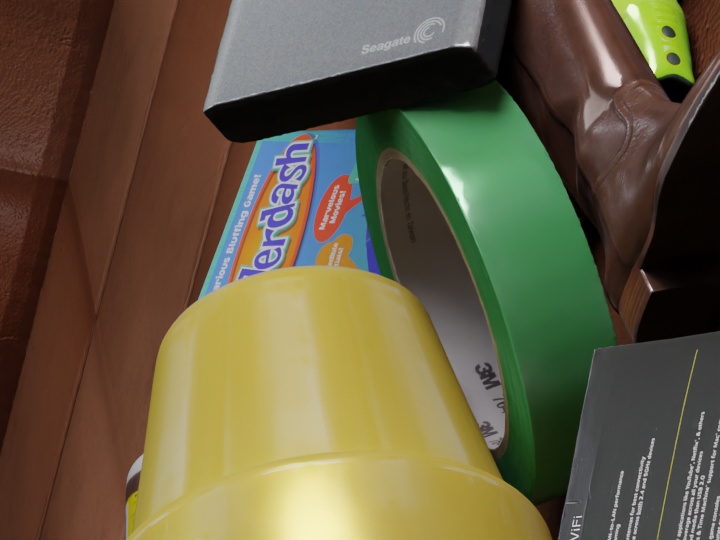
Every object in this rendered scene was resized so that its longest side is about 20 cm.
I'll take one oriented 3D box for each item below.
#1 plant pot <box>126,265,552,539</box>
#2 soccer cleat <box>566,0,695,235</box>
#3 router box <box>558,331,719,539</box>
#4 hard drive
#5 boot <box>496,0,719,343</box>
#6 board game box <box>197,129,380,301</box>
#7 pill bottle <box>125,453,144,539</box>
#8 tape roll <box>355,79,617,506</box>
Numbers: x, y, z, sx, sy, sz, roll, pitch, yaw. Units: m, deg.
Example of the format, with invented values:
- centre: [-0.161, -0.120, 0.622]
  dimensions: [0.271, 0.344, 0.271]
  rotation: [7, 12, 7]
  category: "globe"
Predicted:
- centre: [-0.017, 0.108, 1.247]
  dimensions: [0.201, 0.201, 0.189]
  rotation: [117, 152, -48]
  category: "plant pot"
- centre: [0.099, -0.049, 1.334]
  dimensions: [0.200, 0.067, 0.081]
  rotation: [116, 152, -43]
  category: "soccer cleat"
- centre: [0.125, 0.120, 0.973]
  dimensions: [0.149, 0.051, 0.200]
  rotation: [-10, 63, 56]
  category: "router box"
- centre: [0.012, -0.154, 1.283]
  dimensions: [0.140, 0.033, 0.200]
  rotation: [-11, 50, 30]
  category: "hard drive"
- centre: [0.113, -0.091, 1.197]
  dimensions: [0.186, 0.064, 0.200]
  rotation: [111, 148, -41]
  category: "boot"
- centre: [0.000, 0.000, 1.495]
  dimensions: [0.200, 0.045, 0.152]
  rotation: [0, 65, 47]
  category: "board game box"
- centre: [-0.060, 0.186, 1.373]
  dimensions: [0.109, 0.109, 0.200]
  rotation: [127, 145, -61]
  category: "pill bottle"
- centre: [0.057, 0.007, 1.283]
  dimensions: [0.200, 0.048, 0.201]
  rotation: [161, 90, -78]
  category: "tape roll"
